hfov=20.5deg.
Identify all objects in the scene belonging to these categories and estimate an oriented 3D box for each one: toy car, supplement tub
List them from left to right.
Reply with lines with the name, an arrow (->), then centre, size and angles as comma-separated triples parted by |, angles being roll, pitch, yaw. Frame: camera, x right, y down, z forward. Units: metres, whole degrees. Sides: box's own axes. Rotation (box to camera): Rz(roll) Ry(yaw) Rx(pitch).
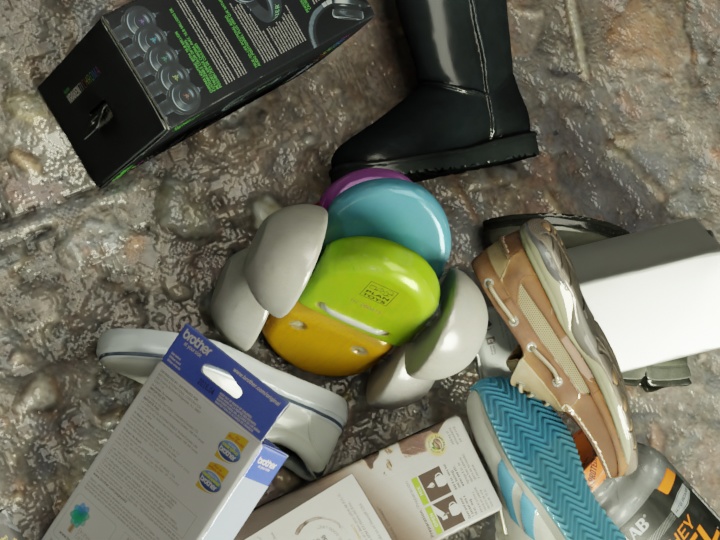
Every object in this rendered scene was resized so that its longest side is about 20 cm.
toy car -> 0.000, 0.000, 1.449 | 0.175, 0.200, 0.150 | 24, 65, -11
supplement tub -> 0.223, 0.220, 1.543 | 0.200, 0.123, 0.123 | 46, 65, -9

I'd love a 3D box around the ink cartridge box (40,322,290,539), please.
ink cartridge box -> -0.131, 0.149, 1.365 | 0.042, 0.119, 0.200 | 28, 95, -52

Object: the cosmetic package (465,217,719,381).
cosmetic package -> 0.181, 0.029, 1.521 | 0.200, 0.113, 0.081 | -12, 105, 3

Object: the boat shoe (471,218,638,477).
boat shoe -> 0.142, 0.061, 1.439 | 0.072, 0.076, 0.200 | -23, 98, 12

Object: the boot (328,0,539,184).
boot -> 0.044, -0.155, 1.565 | 0.200, 0.076, 0.168 | -13, 88, -33

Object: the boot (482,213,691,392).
boot -> 0.187, 0.028, 1.603 | 0.200, 0.068, 0.131 | 11, 83, -18

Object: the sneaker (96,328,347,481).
sneaker -> -0.101, 0.098, 1.449 | 0.200, 0.073, 0.071 | 21, 68, -19

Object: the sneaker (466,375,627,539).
sneaker -> 0.126, 0.173, 1.455 | 0.076, 0.081, 0.200 | -23, 83, -47

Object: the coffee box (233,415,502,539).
coffee box -> -0.015, 0.187, 1.441 | 0.200, 0.113, 0.080 | -23, 83, -25

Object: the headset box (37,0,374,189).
headset box -> -0.120, -0.155, 1.437 | 0.200, 0.174, 0.093 | -32, 93, -27

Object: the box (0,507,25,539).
box -> -0.285, 0.280, 1.341 | 0.200, 0.050, 0.158 | -34, 93, -26
